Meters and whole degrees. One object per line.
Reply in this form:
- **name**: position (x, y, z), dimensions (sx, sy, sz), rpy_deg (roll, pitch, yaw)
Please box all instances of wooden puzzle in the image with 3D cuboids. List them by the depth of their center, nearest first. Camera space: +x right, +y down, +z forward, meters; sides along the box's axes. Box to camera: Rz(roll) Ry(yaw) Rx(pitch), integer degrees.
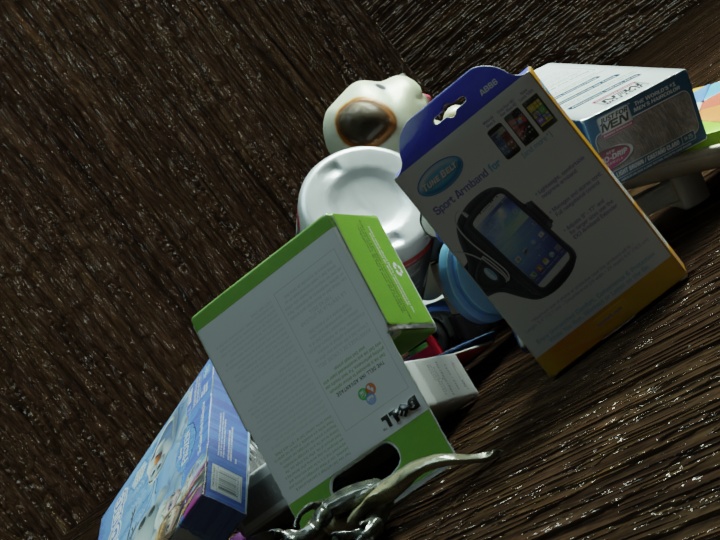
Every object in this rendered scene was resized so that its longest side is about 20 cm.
- **wooden puzzle**: position (0.254, -0.112, 1.352), dimensions (0.184, 0.037, 0.200), rpy_deg (-14, 15, 26)

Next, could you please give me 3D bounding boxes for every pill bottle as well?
- **pill bottle**: position (0.000, 0.000, 1.395), dimensions (0.114, 0.114, 0.201), rpy_deg (-40, -22, -26)

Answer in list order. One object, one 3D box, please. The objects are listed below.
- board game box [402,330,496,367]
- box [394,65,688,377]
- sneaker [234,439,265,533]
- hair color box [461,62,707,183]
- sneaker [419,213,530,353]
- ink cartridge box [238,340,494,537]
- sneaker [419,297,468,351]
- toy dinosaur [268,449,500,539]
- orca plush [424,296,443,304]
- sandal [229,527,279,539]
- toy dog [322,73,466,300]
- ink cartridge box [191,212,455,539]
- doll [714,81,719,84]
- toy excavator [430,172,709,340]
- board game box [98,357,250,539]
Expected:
- **board game box**: position (0.020, 0.087, 1.392), dimensions (0.199, 0.039, 0.158), rpy_deg (-21, -16, -41)
- **box**: position (0.116, -0.042, 1.145), dimensions (0.119, 0.200, 0.041), rpy_deg (-37, 3, 12)
- **sneaker**: position (-0.097, 0.204, 1.480), dimensions (0.082, 0.075, 0.200), rpy_deg (-48, -6, -8)
- **hair color box**: position (0.169, -0.115, 1.316), dimensions (0.100, 0.061, 0.200), rpy_deg (-27, 17, -18)
- **sneaker**: position (0.108, -0.030, 1.264), dimensions (0.080, 0.201, 0.115), rpy_deg (-8, -17, -28)
- **ink cartridge box**: position (0.010, 0.133, 1.346), dimensions (0.200, 0.045, 0.176), rpy_deg (-37, -14, 25)
- **sneaker**: position (0.013, 0.095, 1.544), dimensions (0.199, 0.077, 0.111), rpy_deg (-31, -4, 23)
- **toy dinosaur**: position (-0.002, 0.161, 1.101), dimensions (0.200, 0.048, 0.088), rpy_deg (-32, 1, 44)
- **orca plush**: position (0.099, 0.019, 1.747), dimensions (0.200, 0.105, 0.071), rpy_deg (-46, -24, -42)
- **sandal**: position (-0.145, 0.252, 1.403), dimensions (0.202, 0.050, 0.082), rpy_deg (-38, 3, 26)
- **toy dog**: position (0.046, -0.086, 1.539), dimensions (0.193, 0.201, 0.140), rpy_deg (-34, 11, 3)
- **ink cartridge box**: position (-0.013, 0.081, 1.221), dimensions (0.147, 0.201, 0.076), rpy_deg (-36, -17, 26)
- **doll**: position (0.374, -0.181, 1.530), dimensions (0.136, 0.049, 0.200), rpy_deg (-39, -3, 26)
- **toy excavator**: position (0.168, -0.026, 1.391), dimensions (0.194, 0.100, 0.200), rpy_deg (-27, 7, -23)
- **board game box**: position (-0.155, 0.198, 1.343), dimensions (0.200, 0.043, 0.200), rpy_deg (-56, 17, 22)
